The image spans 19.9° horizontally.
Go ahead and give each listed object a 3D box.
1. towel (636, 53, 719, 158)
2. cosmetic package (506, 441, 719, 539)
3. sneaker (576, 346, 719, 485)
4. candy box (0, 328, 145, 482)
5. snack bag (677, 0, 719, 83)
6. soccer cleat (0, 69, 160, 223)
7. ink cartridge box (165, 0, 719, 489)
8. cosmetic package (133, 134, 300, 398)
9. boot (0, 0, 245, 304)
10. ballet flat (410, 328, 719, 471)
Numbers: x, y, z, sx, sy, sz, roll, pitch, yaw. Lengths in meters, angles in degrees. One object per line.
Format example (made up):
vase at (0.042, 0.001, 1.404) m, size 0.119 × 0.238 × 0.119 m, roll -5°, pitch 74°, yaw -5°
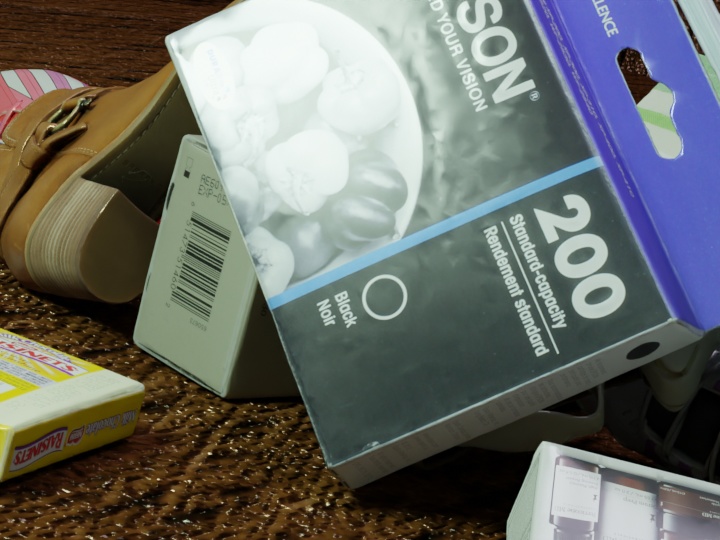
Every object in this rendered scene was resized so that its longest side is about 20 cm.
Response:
towel at (0.141, -0.028, 1.068) m, size 0.023 × 0.200 × 0.153 m, roll 44°, pitch -2°, yaw -22°
cosmetic package at (0.142, 0.119, 0.632) m, size 0.200 × 0.051 × 0.083 m, roll 14°, pitch 48°, yaw -3°
sneaker at (0.171, 0.077, 0.877) m, size 0.200 × 0.078 × 0.140 m, roll 19°, pitch 12°, yaw 19°
candy box at (-0.192, 0.028, 0.783) m, size 0.200 × 0.026 × 0.102 m, roll 19°, pitch 10°, yaw 19°
snack bag at (0.178, -0.033, 0.831) m, size 0.200 × 0.021 × 0.189 m, roll 52°, pitch 16°, yaw -43°
soccer cleat at (-0.160, -0.067, 1.175) m, size 0.200 × 0.067 × 0.076 m, roll 22°, pitch 18°, yaw 21°
ink cartridge box at (0.047, -0.043, 0.815) m, size 0.200 × 0.198 × 0.043 m, roll -23°, pitch -18°, yaw 3°
cosmetic package at (0.000, 0.000, 0.962) m, size 0.200 × 0.104 × 0.073 m, roll 1°, pitch 19°, yaw -44°
boot at (-0.103, -0.071, 0.998) m, size 0.077 × 0.200 × 0.155 m, roll 40°, pitch -11°, yaw -31°
ballet flat at (0.096, 0.036, 0.869) m, size 0.200 × 0.068 × 0.072 m, roll -19°, pitch 45°, yaw -8°
